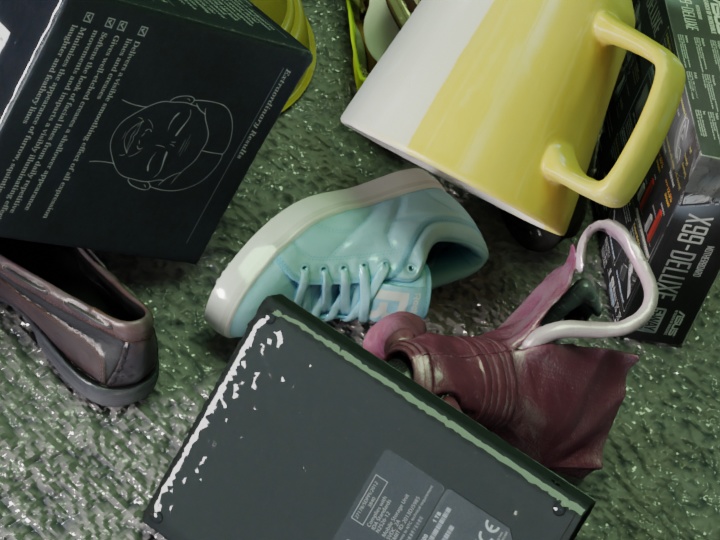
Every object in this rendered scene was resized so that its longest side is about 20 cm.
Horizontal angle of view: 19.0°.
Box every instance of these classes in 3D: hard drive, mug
[{"bbox_3d":[0.001,0.124,1.108,0.199,0.140,0.033,33,10,13],"label":"hard drive"},{"bbox_3d":[0.103,-0.113,1.268,0.185,0.154,0.149,28,1,14],"label":"mug"}]

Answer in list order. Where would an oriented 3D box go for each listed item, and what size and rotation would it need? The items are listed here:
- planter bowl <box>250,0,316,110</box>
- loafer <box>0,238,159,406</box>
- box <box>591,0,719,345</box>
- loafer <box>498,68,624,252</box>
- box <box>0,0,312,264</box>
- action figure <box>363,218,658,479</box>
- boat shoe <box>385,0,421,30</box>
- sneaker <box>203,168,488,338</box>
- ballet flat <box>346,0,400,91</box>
[{"bbox_3d":[-0.116,-0.189,1.404,0.198,0.084,0.202,10,45,-10],"label":"planter bowl"},{"bbox_3d":[-0.181,-0.010,1.219,0.072,0.063,0.200,-29,62,-38],"label":"loafer"},{"bbox_3d":[0.192,-0.081,1.356,0.049,0.158,0.201,8,44,-12],"label":"box"},{"bbox_3d":[0.137,-0.110,1.367,0.071,0.202,0.073,7,1,-37],"label":"loafer"},{"bbox_3d":[-0.151,-0.101,1.199,0.199,0.149,0.107,10,27,-51],"label":"box"},{"bbox_3d":[0.069,0.066,1.186,0.199,0.149,0.135,-3,53,-41],"label":"action figure"},{"bbox_3d":[0.091,-0.175,1.422,0.199,0.072,0.073,3,56,-54],"label":"boat shoe"},{"bbox_3d":[0.000,0.000,1.268,0.199,0.074,0.082,-28,56,-37],"label":"sneaker"},{"bbox_3d":[0.019,-0.172,1.439,0.066,0.067,0.201,-15,47,11],"label":"ballet flat"}]
